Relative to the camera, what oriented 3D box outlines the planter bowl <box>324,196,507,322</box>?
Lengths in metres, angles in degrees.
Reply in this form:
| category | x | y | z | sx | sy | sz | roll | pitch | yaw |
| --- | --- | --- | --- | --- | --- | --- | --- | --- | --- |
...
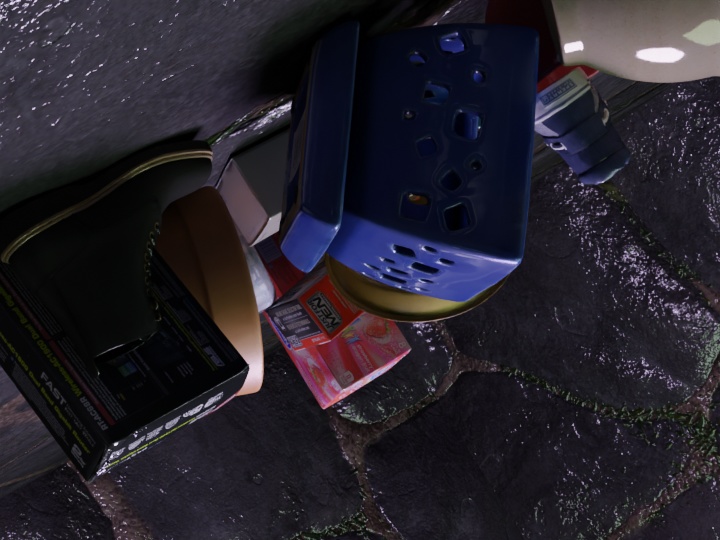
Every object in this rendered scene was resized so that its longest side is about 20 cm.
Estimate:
| category | x | y | z | sx | sy | sz | roll | pitch | yaw |
| --- | --- | --- | --- | --- | --- | --- | --- | --- | --- |
| planter bowl | 0.057 | -0.050 | 1.304 | 0.200 | 0.200 | 0.084 | -30 | 141 | -18 |

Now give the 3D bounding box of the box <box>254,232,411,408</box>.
| category | x | y | z | sx | sy | sz | roll | pitch | yaw |
| --- | --- | --- | --- | --- | --- | --- | --- | --- | --- |
| box | -0.045 | 0.043 | 1.480 | 0.103 | 0.200 | 0.095 | -30 | 171 | -23 |

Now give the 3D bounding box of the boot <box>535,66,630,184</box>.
| category | x | y | z | sx | sy | sz | roll | pitch | yaw |
| --- | --- | --- | --- | --- | --- | --- | --- | --- | --- |
| boot | 0.185 | -0.120 | 1.112 | 0.073 | 0.090 | 0.200 | -33 | -177 | 13 |

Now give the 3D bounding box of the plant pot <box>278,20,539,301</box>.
| category | x | y | z | sx | sy | sz | roll | pitch | yaw |
| --- | --- | --- | --- | --- | --- | --- | --- | --- | --- |
| plant pot | 0.032 | -0.091 | 1.070 | 0.179 | 0.200 | 0.200 | 6 | 168 | -9 |

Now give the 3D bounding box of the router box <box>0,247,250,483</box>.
| category | x | y | z | sx | sy | sz | roll | pitch | yaw |
| --- | --- | --- | --- | --- | --- | --- | --- | --- | --- |
| router box | -0.209 | 0.052 | 1.040 | 0.150 | 0.200 | 0.062 | -27 | 160 | -41 |

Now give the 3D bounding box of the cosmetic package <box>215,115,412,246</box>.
| category | x | y | z | sx | sy | sz | roll | pitch | yaw |
| --- | --- | --- | --- | --- | --- | --- | --- | --- | --- |
| cosmetic package | -0.037 | -0.111 | 1.282 | 0.200 | 0.073 | 0.104 | -31 | 176 | -20 |

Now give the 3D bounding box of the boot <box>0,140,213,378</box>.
| category | x | y | z | sx | sy | sz | roll | pitch | yaw |
| --- | --- | --- | --- | --- | --- | --- | --- | --- | --- |
| boot | -0.174 | -0.011 | 1.023 | 0.200 | 0.138 | 0.077 | -31 | 173 | -32 |

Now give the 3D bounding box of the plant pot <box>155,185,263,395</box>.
| category | x | y | z | sx | sy | sz | roll | pitch | yaw |
| --- | --- | --- | --- | --- | --- | --- | --- | --- | --- |
| plant pot | -0.186 | 0.031 | 1.201 | 0.140 | 0.200 | 0.200 | -12 | 169 | -16 |

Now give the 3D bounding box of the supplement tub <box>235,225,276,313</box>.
| category | x | y | z | sx | sy | sz | roll | pitch | yaw |
| --- | --- | --- | --- | --- | --- | --- | --- | --- | --- |
| supplement tub | -0.201 | 0.032 | 1.369 | 0.200 | 0.123 | 0.123 | -31 | 175 | -12 |

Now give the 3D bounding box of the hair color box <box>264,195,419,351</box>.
| category | x | y | z | sx | sy | sz | roll | pitch | yaw |
| --- | --- | --- | --- | --- | --- | --- | --- | --- | --- |
| hair color box | 0.000 | 0.000 | 1.397 | 0.200 | 0.061 | 0.101 | -40 | -172 | -25 |

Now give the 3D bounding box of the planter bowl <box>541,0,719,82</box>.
| category | x | y | z | sx | sy | sz | roll | pitch | yaw |
| --- | --- | --- | --- | --- | --- | --- | --- | --- | --- |
| planter bowl | 0.207 | -0.235 | 1.004 | 0.135 | 0.201 | 0.200 | -14 | 177 | 6 |

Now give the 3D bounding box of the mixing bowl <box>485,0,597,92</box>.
| category | x | y | z | sx | sy | sz | roll | pitch | yaw |
| --- | --- | --- | --- | --- | --- | --- | --- | --- | --- |
| mixing bowl | 0.191 | -0.241 | 1.196 | 0.200 | 0.108 | 0.200 | -31 | 174 | -4 |

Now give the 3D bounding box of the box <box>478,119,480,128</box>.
| category | x | y | z | sx | sy | sz | roll | pitch | yaw |
| --- | --- | --- | --- | --- | --- | --- | --- | --- | --- |
| box | 0.189 | -0.238 | 1.360 | 0.200 | 0.082 | 0.049 | -35 | 174 | 23 |
